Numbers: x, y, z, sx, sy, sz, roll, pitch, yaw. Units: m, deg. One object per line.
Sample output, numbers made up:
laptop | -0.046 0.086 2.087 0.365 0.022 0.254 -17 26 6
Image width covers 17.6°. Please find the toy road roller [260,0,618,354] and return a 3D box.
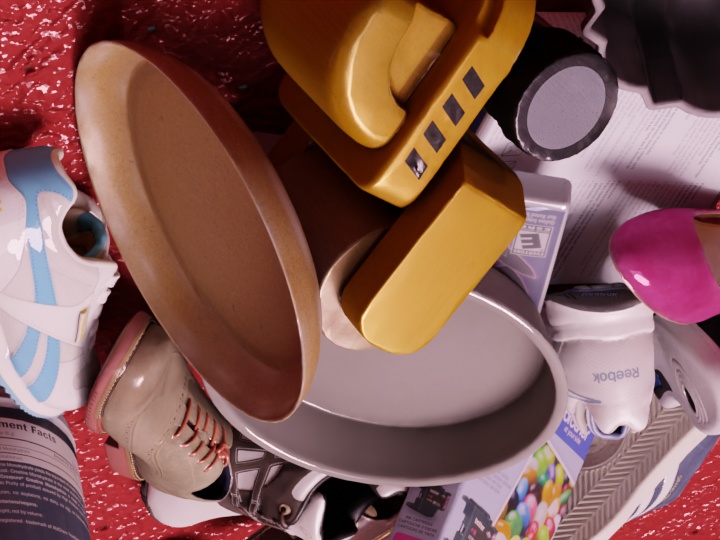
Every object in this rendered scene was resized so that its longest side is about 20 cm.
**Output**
toy road roller | 0.004 -0.075 1.081 0.146 0.123 0.200 25 106 -41

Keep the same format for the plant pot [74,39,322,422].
plant pot | -0.074 -0.022 1.111 0.027 0.200 0.200 -28 151 -24

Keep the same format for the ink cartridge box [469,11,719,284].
ink cartridge box | 0.136 -0.062 1.256 0.200 0.041 0.200 1 144 -23

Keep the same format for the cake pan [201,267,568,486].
cake pan | 0.014 0.048 1.264 0.200 0.037 0.200 5 142 4

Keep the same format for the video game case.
video game case | 0.000 0.000 1.253 0.200 0.023 0.182 8 142 -1

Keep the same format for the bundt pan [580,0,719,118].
bundt pan | 0.192 -0.165 1.105 0.202 0.076 0.202 -11 145 -8

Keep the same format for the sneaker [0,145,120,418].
sneaker | -0.162 0.011 1.214 0.081 0.077 0.200 -20 148 -1

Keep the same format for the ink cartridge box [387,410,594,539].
ink cartridge box | 0.080 0.127 1.382 0.042 0.200 0.119 10 160 35

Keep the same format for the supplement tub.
supplement tub | -0.217 0.147 1.269 0.140 0.200 0.140 -10 145 -8

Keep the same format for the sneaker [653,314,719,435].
sneaker | 0.229 0.038 1.356 0.112 0.073 0.200 -21 -176 -2

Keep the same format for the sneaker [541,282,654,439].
sneaker | 0.132 0.052 1.329 0.074 0.087 0.200 -6 178 4

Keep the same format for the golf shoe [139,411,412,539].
golf shoe | -0.052 0.128 1.394 0.200 0.095 0.078 -27 146 31

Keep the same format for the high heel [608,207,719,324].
high heel | 0.222 -0.013 1.256 0.200 0.067 0.096 12 149 -43

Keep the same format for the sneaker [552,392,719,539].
sneaker | 0.158 0.139 1.478 0.200 0.075 0.085 -37 150 -5

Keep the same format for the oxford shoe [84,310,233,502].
oxford shoe | -0.103 0.079 1.296 0.075 0.070 0.200 27 165 11

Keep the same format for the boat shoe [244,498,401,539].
boat shoe | -0.002 0.147 1.475 0.200 0.072 0.072 -24 137 5
